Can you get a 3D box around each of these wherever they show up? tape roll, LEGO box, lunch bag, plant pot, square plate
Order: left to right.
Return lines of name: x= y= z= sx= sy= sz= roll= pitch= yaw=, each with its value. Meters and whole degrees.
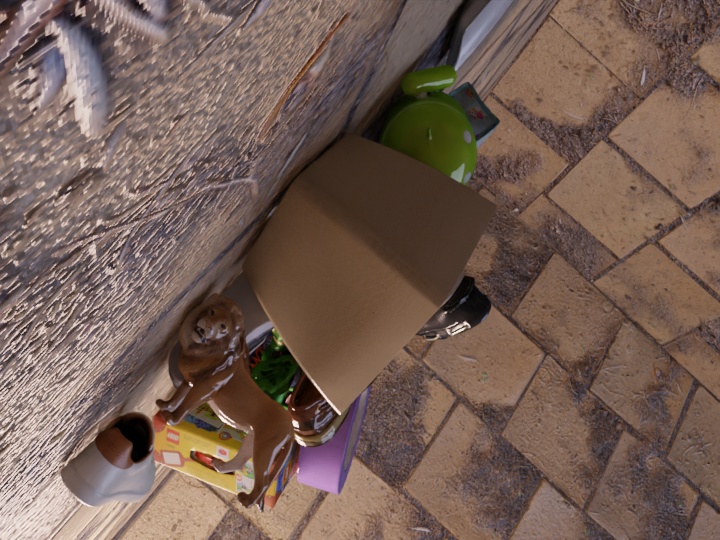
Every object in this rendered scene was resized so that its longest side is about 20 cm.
LEGO box: x=-0.180 y=0.236 z=1.025 sx=0.149 sy=0.195 sz=0.079 roll=-48 pitch=151 yaw=-62
tape roll: x=-0.034 y=0.220 z=1.047 sx=0.200 sy=0.064 sz=0.206 roll=14 pitch=89 yaw=-83
plant pot: x=-0.004 y=-0.017 z=0.733 sx=0.201 sy=0.176 sz=0.200 roll=-52 pitch=179 yaw=38
lunch bag: x=0.131 y=-0.216 z=1.272 sx=0.199 sy=0.122 sz=0.170 roll=-40 pitch=177 yaw=-28
square plate: x=0.176 y=-0.354 z=0.903 sx=0.199 sy=0.028 sz=0.200 roll=-52 pitch=179 yaw=0

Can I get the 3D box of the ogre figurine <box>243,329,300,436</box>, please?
ogre figurine: x=-0.108 y=0.126 z=0.862 sx=0.121 sy=0.095 sz=0.203 roll=110 pitch=-24 yaw=-45

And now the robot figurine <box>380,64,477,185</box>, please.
robot figurine: x=0.081 y=-0.151 z=0.853 sx=0.201 sy=0.112 sz=0.180 roll=-81 pitch=165 yaw=-68

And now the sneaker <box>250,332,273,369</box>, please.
sneaker: x=-0.129 y=0.112 z=1.015 sx=0.203 sy=0.074 sz=0.079 roll=-60 pitch=163 yaw=-13

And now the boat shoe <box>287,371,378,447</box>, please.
boat shoe: x=-0.022 y=0.111 z=0.844 sx=0.202 sy=0.070 sz=0.069 roll=-55 pitch=146 yaw=-34

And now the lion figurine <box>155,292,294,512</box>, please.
lion figurine: x=-0.121 y=0.132 z=0.703 sx=0.122 sy=0.201 sz=0.072 roll=-42 pitch=-163 yaw=-14

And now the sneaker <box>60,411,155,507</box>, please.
sneaker: x=-0.241 y=0.196 z=0.754 sx=0.085 sy=0.073 sz=0.200 roll=-47 pitch=177 yaw=-8

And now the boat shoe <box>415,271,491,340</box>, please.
boat shoe: x=0.092 y=0.052 z=0.815 sx=0.076 sy=0.060 sz=0.200 roll=-51 pitch=180 yaw=-11

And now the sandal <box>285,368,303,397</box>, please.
sandal: x=-0.086 y=0.130 z=0.964 sx=0.199 sy=0.055 sz=0.080 roll=-40 pitch=-139 yaw=-16

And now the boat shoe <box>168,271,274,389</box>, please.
boat shoe: x=-0.132 y=0.060 z=0.788 sx=0.200 sy=0.071 sz=0.068 roll=-47 pitch=176 yaw=-25

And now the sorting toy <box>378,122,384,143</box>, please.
sorting toy: x=0.023 y=-0.128 z=1.004 sx=0.201 sy=0.106 sz=0.180 roll=-50 pitch=160 yaw=1
